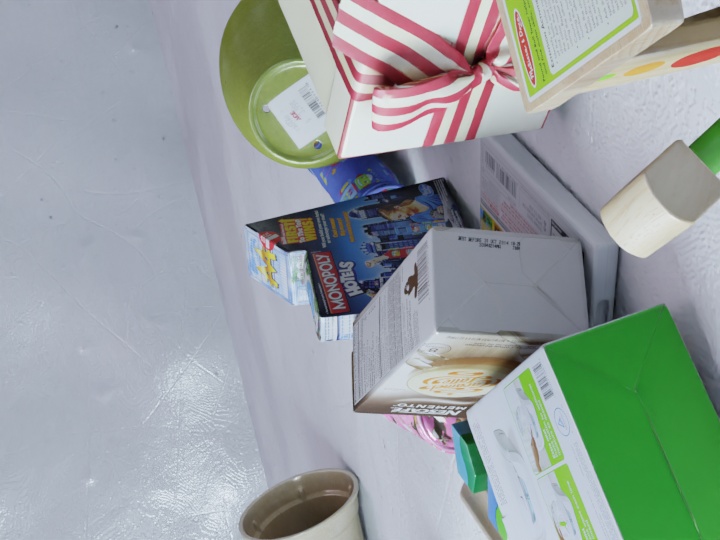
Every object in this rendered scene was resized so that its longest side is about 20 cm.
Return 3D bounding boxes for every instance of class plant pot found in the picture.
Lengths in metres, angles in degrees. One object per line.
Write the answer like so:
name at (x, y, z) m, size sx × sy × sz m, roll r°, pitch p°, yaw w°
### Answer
plant pot at (-0.067, 0.444, 1.874) m, size 0.184 × 0.200 × 0.200 m, roll 69°, pitch 169°, yaw -17°
plant pot at (-0.049, -0.171, 1.093) m, size 0.200 × 0.186 × 0.188 m, roll -89°, pitch -8°, yaw -70°

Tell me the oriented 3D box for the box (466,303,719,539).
box at (0.164, 0.151, 0.771) m, size 0.177 × 0.096 × 0.201 m, roll 116°, pitch 135°, yaw -67°

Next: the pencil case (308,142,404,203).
pencil case at (-0.003, -0.098, 1.307) m, size 0.087 × 0.078 × 0.200 m, roll 57°, pitch 180°, yaw -36°

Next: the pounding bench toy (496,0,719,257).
pounding bench toy at (0.154, -0.118, 0.489) m, size 0.124 × 0.155 × 0.201 m, roll 149°, pitch 108°, yaw -75°

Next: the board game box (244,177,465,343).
board game box at (0.000, 0.000, 1.064) m, size 0.200 × 0.199 × 0.062 m, roll -105°, pitch 10°, yaw -54°

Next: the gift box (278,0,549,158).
gift box at (0.046, -0.195, 0.790) m, size 0.200 × 0.183 × 0.187 m, roll 100°, pitch 153°, yaw -56°

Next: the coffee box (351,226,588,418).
coffee box at (0.073, 0.045, 0.881) m, size 0.200 × 0.114 × 0.080 m, roll 126°, pitch 146°, yaw -63°

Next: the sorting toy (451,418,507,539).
sorting toy at (0.112, 0.150, 1.028) m, size 0.185 × 0.036 × 0.201 m, roll -128°, pitch 32°, yaw -66°

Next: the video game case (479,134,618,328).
video game case at (0.142, 0.007, 0.936) m, size 0.200 × 0.023 × 0.183 m, roll -123°, pitch 24°, yaw -53°

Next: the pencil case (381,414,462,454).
pencil case at (0.067, 0.131, 1.222) m, size 0.200 × 0.082 × 0.087 m, roll -174°, pitch 86°, yaw -77°
